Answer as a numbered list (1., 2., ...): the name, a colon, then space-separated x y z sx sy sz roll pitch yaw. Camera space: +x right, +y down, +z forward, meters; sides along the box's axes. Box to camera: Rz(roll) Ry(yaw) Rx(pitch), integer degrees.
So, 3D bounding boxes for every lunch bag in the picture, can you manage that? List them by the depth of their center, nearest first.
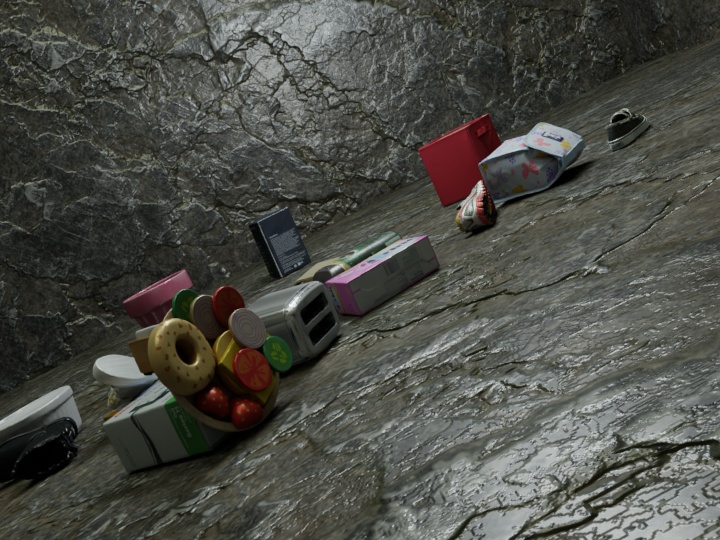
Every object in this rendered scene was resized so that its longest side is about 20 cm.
1. lunch bag: 0.391 -0.250 1.680 0.197 0.130 0.169 -10 19 40

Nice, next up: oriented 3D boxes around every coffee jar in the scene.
1. coffee jar: 0.000 0.000 1.507 0.198 0.087 0.103 -31 11 -31

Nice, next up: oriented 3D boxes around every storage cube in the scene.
1. storage cube: 0.301 -0.315 2.145 0.197 0.183 0.170 -20 10 39

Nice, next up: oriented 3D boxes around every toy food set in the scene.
1. toy food set: -0.183 0.114 1.000 0.048 0.200 0.200 -36 17 35
2. toy food set: -0.053 0.014 1.731 0.195 0.062 0.143 -15 11 21

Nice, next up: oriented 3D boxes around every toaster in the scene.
1. toaster: -0.120 0.094 1.226 0.127 0.116 0.200 -19 9 26

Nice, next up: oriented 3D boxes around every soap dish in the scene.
1. soap dish: -0.300 0.144 1.359 0.196 0.084 0.156 6 -14 -39

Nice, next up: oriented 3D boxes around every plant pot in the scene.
1. plant pot: -0.546 0.124 2.124 0.196 0.183 0.200 -25 8 4

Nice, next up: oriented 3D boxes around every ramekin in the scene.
1. ramekin: -0.682 0.335 1.576 0.199 0.096 0.203 -26 9 4

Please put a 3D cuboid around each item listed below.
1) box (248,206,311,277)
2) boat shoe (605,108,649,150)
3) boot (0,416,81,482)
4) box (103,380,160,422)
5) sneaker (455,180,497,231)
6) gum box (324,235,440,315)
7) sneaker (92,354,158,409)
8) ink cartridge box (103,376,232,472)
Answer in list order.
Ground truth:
1. box: -0.275 -0.094 2.529 0.122 0.200 0.199 -28 9 -15
2. boat shoe: 0.609 -0.336 1.714 0.070 0.065 0.199 -20 11 37
3. boot: -0.612 0.348 1.386 0.195 0.075 0.162 -28 12 -11
4. box: -0.377 0.236 1.424 0.117 0.042 0.199 -20 8 38
5. sneaker: 0.242 -0.136 1.607 0.081 0.079 0.200 -24 9 20
6. gum box: 0.045 0.006 1.397 0.197 0.067 0.113 -30 11 -21
7. sneaker: -0.463 0.229 1.451 0.117 0.073 0.199 -53 -21 7
8. ink cartridge box: -0.250 0.203 1.074 0.197 0.085 0.146 -22 9 34
